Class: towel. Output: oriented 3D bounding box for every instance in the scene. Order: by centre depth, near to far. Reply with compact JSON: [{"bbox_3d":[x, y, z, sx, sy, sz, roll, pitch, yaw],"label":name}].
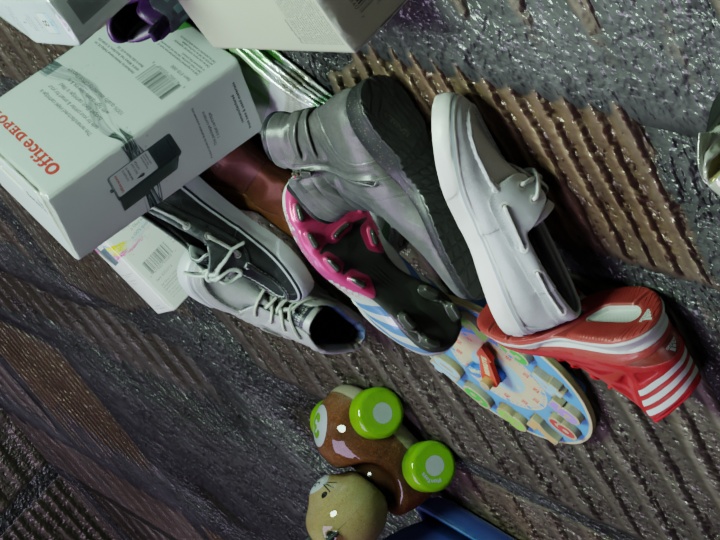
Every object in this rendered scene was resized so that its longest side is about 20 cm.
[{"bbox_3d":[-0.034,-0.104,1.569,0.200,0.031,0.149,39,160,11],"label":"towel"}]

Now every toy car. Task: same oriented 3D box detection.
[{"bbox_3d":[-0.023,0.239,2.015,0.158,0.200,0.164,45,160,-9],"label":"toy car"}]

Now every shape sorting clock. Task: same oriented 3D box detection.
[{"bbox_3d":[0.122,0.089,1.662,0.200,0.039,0.200,37,160,16],"label":"shape sorting clock"}]

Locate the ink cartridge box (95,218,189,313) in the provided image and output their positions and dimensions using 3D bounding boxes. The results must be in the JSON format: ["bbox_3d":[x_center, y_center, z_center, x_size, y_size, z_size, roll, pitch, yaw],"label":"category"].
[{"bbox_3d":[-0.227,-0.067,1.888,0.200,0.117,0.067,47,163,-13],"label":"ink cartridge box"}]

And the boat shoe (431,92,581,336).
[{"bbox_3d":[0.109,-0.042,1.368,0.068,0.072,0.201,-12,110,23],"label":"boat shoe"}]

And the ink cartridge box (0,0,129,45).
[{"bbox_3d":[-0.213,-0.240,1.431,0.200,0.160,0.047,12,144,56],"label":"ink cartridge box"}]

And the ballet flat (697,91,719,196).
[{"bbox_3d":[0.225,-0.079,1.060,0.068,0.068,0.200,38,161,11],"label":"ballet flat"}]

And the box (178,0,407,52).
[{"bbox_3d":[-0.057,-0.206,1.339,0.200,0.068,0.082,14,146,55],"label":"box"}]

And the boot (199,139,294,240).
[{"bbox_3d":[-0.076,-0.055,1.744,0.199,0.069,0.189,31,152,9],"label":"boot"}]

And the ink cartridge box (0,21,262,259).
[{"bbox_3d":[-0.206,-0.122,1.569,0.147,0.200,0.083,40,159,41],"label":"ink cartridge box"}]

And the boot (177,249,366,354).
[{"bbox_3d":[-0.078,0.026,1.796,0.199,0.074,0.095,19,-175,-45],"label":"boot"}]

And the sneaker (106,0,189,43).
[{"bbox_3d":[-0.196,-0.227,1.534,0.200,0.088,0.075,12,145,55],"label":"sneaker"}]

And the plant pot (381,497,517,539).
[{"bbox_3d":[0.109,0.383,2.092,0.199,0.180,0.200,27,155,38],"label":"plant pot"}]

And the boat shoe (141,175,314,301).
[{"bbox_3d":[-0.130,-0.022,1.705,0.199,0.068,0.073,42,156,-27],"label":"boat shoe"}]

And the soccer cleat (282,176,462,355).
[{"bbox_3d":[0.000,0.000,1.578,0.200,0.070,0.086,46,162,-12],"label":"soccer cleat"}]

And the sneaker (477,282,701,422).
[{"bbox_3d":[0.180,0.070,1.453,0.116,0.078,0.200,53,159,-25],"label":"sneaker"}]

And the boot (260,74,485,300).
[{"bbox_3d":[0.018,-0.056,1.467,0.131,0.070,0.201,-18,108,46],"label":"boot"}]
